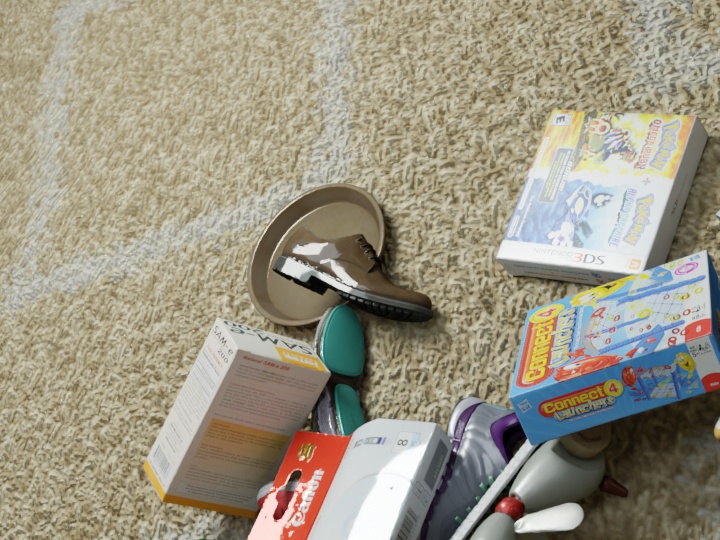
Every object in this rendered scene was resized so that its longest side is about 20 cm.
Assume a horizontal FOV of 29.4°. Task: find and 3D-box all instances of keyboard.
[{"bbox_3d":[0.149,0.195,1.347,0.011,0.056,0.200,38,74,7],"label":"keyboard"}]

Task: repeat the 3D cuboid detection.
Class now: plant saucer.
[{"bbox_3d":[-0.051,-0.016,1.691,0.200,0.029,0.200,-19,52,25],"label":"plant saucer"}]

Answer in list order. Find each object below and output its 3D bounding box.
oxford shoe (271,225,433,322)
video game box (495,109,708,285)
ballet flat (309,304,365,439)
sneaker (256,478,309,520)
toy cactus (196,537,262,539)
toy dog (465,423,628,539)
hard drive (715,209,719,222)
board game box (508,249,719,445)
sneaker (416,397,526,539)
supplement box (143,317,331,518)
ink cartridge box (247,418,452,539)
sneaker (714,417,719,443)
[{"bbox_3d":[0.000,0.000,1.581,0.200,0.073,0.085,24,80,17],"label":"oxford shoe"},{"bbox_3d":[0.263,-0.080,1.500,0.182,0.047,0.200,8,67,36],"label":"video game box"},{"bbox_3d":[-0.034,0.132,1.559,0.072,0.072,0.201,-22,50,22],"label":"ballet flat"},{"bbox_3d":[-0.040,0.289,1.454,0.200,0.071,0.113,1,59,34],"label":"sneaker"},{"bbox_3d":[-0.170,0.369,1.473,0.200,0.102,0.165,-19,67,34],"label":"toy cactus"},{"bbox_3d":[0.185,0.227,1.306,0.096,0.132,0.200,38,76,8],"label":"toy dog"},{"bbox_3d":[0.471,-0.092,1.372,0.200,0.027,0.132,-46,46,1],"label":"hard drive"},{"bbox_3d":[0.252,0.071,1.323,0.195,0.056,0.200,-20,17,19],"label":"board game box"},{"bbox_3d":[0.116,0.222,1.388,0.087,0.074,0.200,4,63,31],"label":"sneaker"},{"bbox_3d":[-0.138,0.165,1.521,0.200,0.126,0.074,-62,35,14],"label":"supplement box"},{"bbox_3d":[-0.023,0.224,1.392,0.200,0.047,0.160,1,52,34],"label":"ink cartridge box"},{"bbox_3d":[0.402,0.137,1.171,0.200,0.076,0.088,19,74,41],"label":"sneaker"}]
